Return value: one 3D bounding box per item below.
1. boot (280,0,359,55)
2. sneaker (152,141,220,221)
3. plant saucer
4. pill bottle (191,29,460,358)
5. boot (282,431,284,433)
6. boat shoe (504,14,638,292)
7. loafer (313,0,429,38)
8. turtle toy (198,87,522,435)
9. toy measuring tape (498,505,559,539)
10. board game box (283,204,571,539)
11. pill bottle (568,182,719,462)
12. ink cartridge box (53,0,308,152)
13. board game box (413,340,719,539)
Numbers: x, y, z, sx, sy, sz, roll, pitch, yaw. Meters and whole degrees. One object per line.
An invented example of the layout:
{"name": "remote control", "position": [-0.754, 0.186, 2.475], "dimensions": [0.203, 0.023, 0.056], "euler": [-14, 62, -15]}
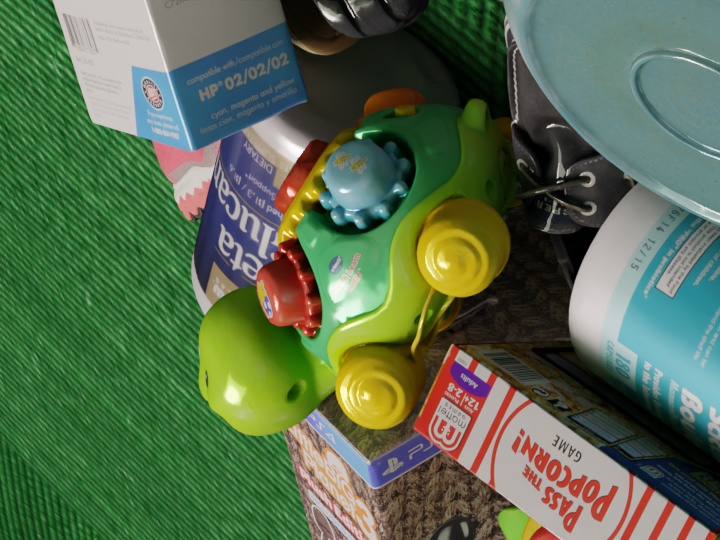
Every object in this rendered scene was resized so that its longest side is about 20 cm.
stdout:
{"name": "boot", "position": [-0.077, -0.191, 1.344], "dimensions": [0.201, 0.073, 0.155], "euler": [60, 154, -12]}
{"name": "sneaker", "position": [-0.080, -0.088, 1.500], "dimensions": [0.087, 0.074, 0.200], "euler": [53, 157, -2]}
{"name": "plant saucer", "position": [0.134, -0.068, 1.033], "dimensions": [0.199, 0.027, 0.200], "euler": [28, 157, 13]}
{"name": "pill bottle", "position": [-0.024, -0.022, 1.389], "dimensions": [0.111, 0.111, 0.201], "euler": [41, 138, 23]}
{"name": "boot", "position": [0.015, 0.044, 1.526], "dimensions": [0.199, 0.074, 0.155], "euler": [13, 139, 37]}
{"name": "boat shoe", "position": [0.095, -0.041, 1.196], "dimensions": [0.070, 0.066, 0.200], "euler": [23, 158, 28]}
{"name": "loafer", "position": [-0.022, -0.201, 1.239], "dimensions": [0.068, 0.070, 0.202], "euler": [-21, 96, 21]}
{"name": "turtle toy", "position": [0.000, 0.000, 1.246], "dimensions": [0.101, 0.146, 0.201], "euler": [32, 115, -1]}
{"name": "toy measuring tape", "position": [0.125, 0.161, 1.235], "dimensions": [0.201, 0.073, 0.074], "euler": [62, 161, 18]}
{"name": "board game box", "position": [0.059, 0.099, 1.386], "dimensions": [0.097, 0.159, 0.201], "euler": [42, 155, 43]}
{"name": "pill bottle", "position": [0.190, 0.042, 1.148], "dimensions": [0.200, 0.111, 0.111], "euler": [36, 152, 33]}
{"name": "ink cartridge box", "position": [-0.102, -0.164, 1.251], "dimensions": [0.115, 0.068, 0.201], "euler": [19, 130, 59]}
{"name": "board game box", "position": [0.141, 0.086, 1.220], "dimensions": [0.151, 0.199, 0.047], "euler": [36, 111, 32]}
